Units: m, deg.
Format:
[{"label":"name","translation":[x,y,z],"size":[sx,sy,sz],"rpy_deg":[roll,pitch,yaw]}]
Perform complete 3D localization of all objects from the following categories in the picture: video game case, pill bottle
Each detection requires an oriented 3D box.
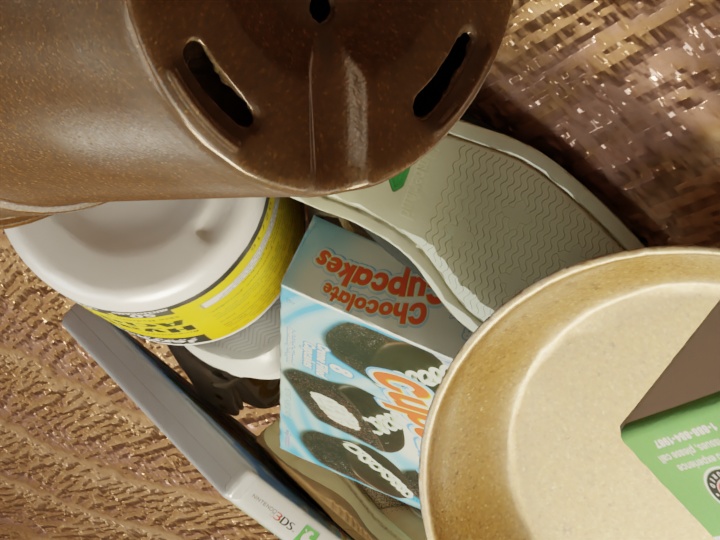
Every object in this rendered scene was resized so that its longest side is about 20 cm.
[{"label":"video game case","translation":[-0.056,0.106,1.195],"size":[0.182,0.022,0.200],"rpy_deg":[42,178,-40]},{"label":"pill bottle","translation":[-0.082,-0.027,0.970],"size":[0.111,0.111,0.200],"rpy_deg":[40,178,10]}]

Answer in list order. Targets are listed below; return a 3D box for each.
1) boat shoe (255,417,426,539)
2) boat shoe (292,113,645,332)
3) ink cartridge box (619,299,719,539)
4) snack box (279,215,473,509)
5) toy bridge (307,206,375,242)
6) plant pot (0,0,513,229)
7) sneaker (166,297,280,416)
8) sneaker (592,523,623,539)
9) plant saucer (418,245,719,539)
[{"label":"boat shoe","translation":[0.033,0.115,1.068],"size":[0.200,0.065,0.071],"rpy_deg":[38,168,34]},{"label":"boat shoe","translation":[0.039,-0.028,0.845],"size":[0.200,0.072,0.068],"rpy_deg":[33,-161,10]},{"label":"ink cartridge box","translation":[0.196,0.078,0.651],"size":[0.200,0.084,0.145],"rpy_deg":[46,152,-8]},{"label":"snack box","translation":[0.024,0.052,0.947],"size":[0.116,0.037,0.200],"rpy_deg":[23,158,8]},{"label":"toy bridge","translation":[0.000,0.000,0.991],"size":[0.067,0.027,0.200],"rpy_deg":[61,169,21]},{"label":"plant pot","translation":[-0.070,-0.106,0.700],"size":[0.198,0.200,0.201],"rpy_deg":[7,141,49]},{"label":"sneaker","translation":[-0.056,0.030,1.153],"size":[0.116,0.074,0.200],"rpy_deg":[52,169,-32]},{"label":"sneaker","translation":[0.165,0.128,0.883],"size":[0.200,0.075,0.076],"rpy_deg":[38,-175,-18]},{"label":"plant saucer","translation":[0.120,0.076,0.776],"size":[0.199,0.035,0.201],"rpy_deg":[7,116,15]}]
